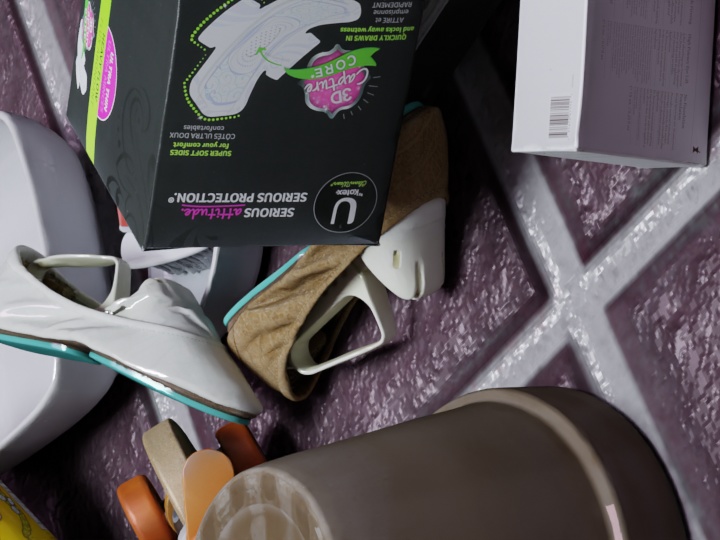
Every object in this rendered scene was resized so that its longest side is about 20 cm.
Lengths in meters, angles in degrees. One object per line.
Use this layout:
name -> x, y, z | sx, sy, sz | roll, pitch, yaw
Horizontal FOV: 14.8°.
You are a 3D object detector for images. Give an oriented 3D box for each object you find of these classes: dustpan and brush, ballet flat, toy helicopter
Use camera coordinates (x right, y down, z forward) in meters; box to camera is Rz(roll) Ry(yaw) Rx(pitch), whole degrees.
dustpan and brush -> -0.083, -0.022, 1.511 | 0.200, 0.057, 0.140 | -16, 73, 50
ballet flat -> -0.129, 0.027, 1.493 | 0.200, 0.069, 0.070 | 16, 99, 36
toy helicopter -> -0.057, 0.164, 1.424 | 0.200, 0.079, 0.132 | 61, 177, 13
ballet flat -> 0.000, 0.000, 1.409 | 0.072, 0.068, 0.200 | 53, 129, 15

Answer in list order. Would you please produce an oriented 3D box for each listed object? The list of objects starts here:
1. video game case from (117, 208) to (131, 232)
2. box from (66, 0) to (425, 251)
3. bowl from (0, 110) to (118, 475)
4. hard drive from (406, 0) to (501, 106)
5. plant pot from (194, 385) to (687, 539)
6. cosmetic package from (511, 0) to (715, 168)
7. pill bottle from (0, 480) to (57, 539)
video game case -> -0.122, -0.139, 1.470 | 0.200, 0.017, 0.143 | 87, -176, -47
box -> -0.053, -0.130, 1.302 | 0.149, 0.124, 0.201 | -125, 41, -54
bowl -> -0.213, 0.023, 1.663 | 0.200, 0.074, 0.200 | -36, 59, 45
hard drive -> 0.009, -0.152, 1.427 | 0.200, 0.038, 0.140 | -56, 46, 33
plant pot -> 0.022, 0.151, 1.269 | 0.200, 0.173, 0.201 | -6, 82, 52
cosmetic package -> 0.117, -0.149, 1.254 | 0.051, 0.082, 0.201 | 1, 86, 54
pill bottle -> -0.226, 0.176, 1.570 | 0.200, 0.113, 0.113 | 45, 125, 12
